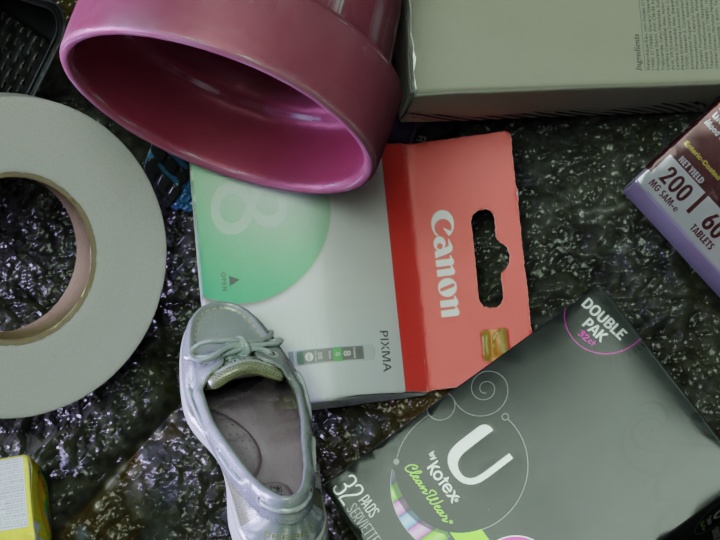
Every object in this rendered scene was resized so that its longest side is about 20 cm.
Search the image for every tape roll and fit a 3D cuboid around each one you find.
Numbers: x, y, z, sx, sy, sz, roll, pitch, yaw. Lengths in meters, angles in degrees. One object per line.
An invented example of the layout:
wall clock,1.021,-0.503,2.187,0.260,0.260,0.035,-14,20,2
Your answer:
tape roll,-0.220,-0.009,1.661,0.202,0.037,0.204,-3,99,-21

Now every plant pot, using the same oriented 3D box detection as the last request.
plant pot,-0.054,-0.168,1.583,0.199,0.200,0.180,15,72,17

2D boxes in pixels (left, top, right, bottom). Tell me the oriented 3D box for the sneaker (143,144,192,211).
sneaker,-0.070,-0.126,1.729,0.200,0.075,0.087,-50,25,6

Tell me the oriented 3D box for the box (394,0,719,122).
box,0.122,-0.139,1.651,0.199,0.068,0.083,-1,78,-7

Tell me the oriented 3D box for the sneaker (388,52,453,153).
sneaker,0.059,-0.168,1.718,0.087,0.076,0.201,25,81,4

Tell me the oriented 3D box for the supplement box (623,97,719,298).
supplement box,0.268,-0.079,1.620,0.200,0.061,0.109,-43,88,-5

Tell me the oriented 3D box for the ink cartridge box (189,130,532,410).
ink cartridge box,0.000,0.000,1.656,0.199,0.050,0.162,-8,81,11

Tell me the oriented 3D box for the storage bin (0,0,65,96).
storage bin,-0.293,-0.110,1.691,0.094,0.135,0.201,36,103,34

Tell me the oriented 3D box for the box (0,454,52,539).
box,-0.242,0.222,1.644,0.117,0.048,0.201,-10,66,8

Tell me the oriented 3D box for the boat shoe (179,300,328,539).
boat shoe,-0.061,0.084,1.560,0.074,0.065,0.202,-5,43,-10

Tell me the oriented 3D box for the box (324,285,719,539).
box,0.107,0.136,1.558,0.200,0.124,0.149,-35,69,-3
